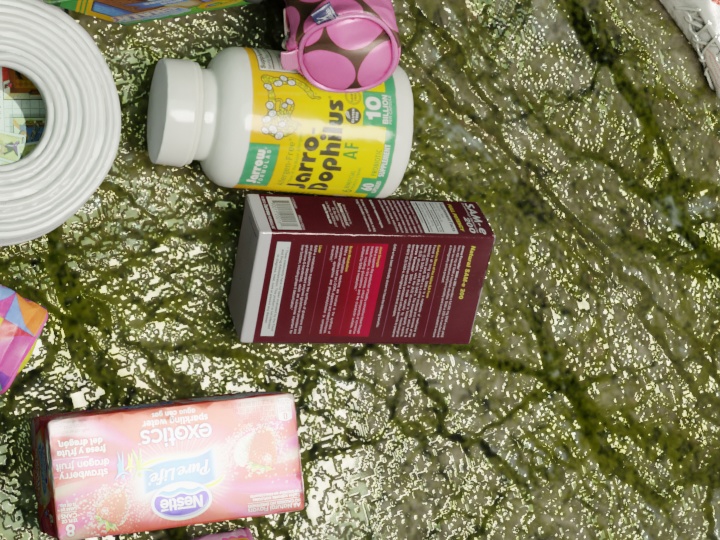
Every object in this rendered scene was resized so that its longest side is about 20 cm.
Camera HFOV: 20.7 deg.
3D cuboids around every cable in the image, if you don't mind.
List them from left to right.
[{"bbox_3d":[-0.281,-0.121,1.515,0.199,0.069,0.201,-22,94,-17],"label":"cable"}]

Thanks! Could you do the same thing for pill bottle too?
[{"bbox_3d":[-0.066,-0.120,1.583,0.198,0.113,0.114,4,86,-17],"label":"pill bottle"}]

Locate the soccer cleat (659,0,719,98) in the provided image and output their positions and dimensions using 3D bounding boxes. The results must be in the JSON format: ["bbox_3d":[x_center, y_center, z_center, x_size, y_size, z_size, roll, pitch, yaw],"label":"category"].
[{"bbox_3d":[0.321,-0.200,1.733,0.199,0.069,0.086,36,73,-17],"label":"soccer cleat"}]

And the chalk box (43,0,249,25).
[{"bbox_3d":[-0.159,-0.265,1.539,0.123,0.200,0.126,-8,87,15],"label":"chalk box"}]

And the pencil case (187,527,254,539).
[{"bbox_3d":[-0.170,0.257,1.547,0.198,0.087,0.088,-6,89,-19],"label":"pencil case"}]

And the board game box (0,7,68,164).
[{"bbox_3d":[-0.281,-0.158,1.565,0.104,0.023,0.202,-2,88,-15],"label":"board game box"}]

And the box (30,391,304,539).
[{"bbox_3d":[-0.153,0.152,1.549,0.198,0.100,0.096,-5,89,-18],"label":"box"}]

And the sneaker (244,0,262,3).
[{"bbox_3d":[-0.058,-0.293,1.539,0.079,0.076,0.201,-11,56,15],"label":"sneaker"}]

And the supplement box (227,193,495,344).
[{"bbox_3d":[0.000,0.000,1.600,0.198,0.061,0.110,2,123,-17],"label":"supplement box"}]

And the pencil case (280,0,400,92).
[{"bbox_3d":[-0.026,-0.234,1.572,0.093,0.201,0.091,-13,135,4],"label":"pencil case"}]

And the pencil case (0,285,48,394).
[{"bbox_3d":[-0.338,0.015,1.506,0.199,0.088,0.089,34,78,-13],"label":"pencil case"}]
